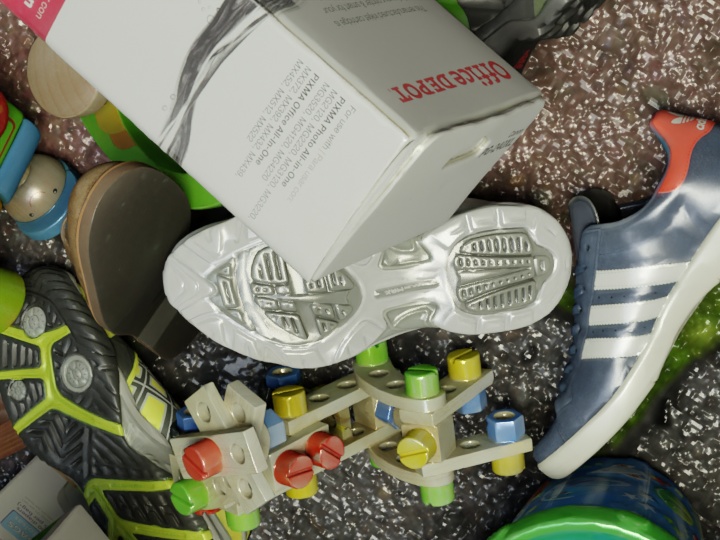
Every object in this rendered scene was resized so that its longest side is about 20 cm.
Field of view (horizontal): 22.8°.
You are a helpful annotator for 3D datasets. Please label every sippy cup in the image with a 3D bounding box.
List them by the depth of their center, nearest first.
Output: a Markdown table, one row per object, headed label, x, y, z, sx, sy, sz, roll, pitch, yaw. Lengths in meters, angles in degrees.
| label | x | y | z | sx | sy | sz | roll | pitch | yaw |
| --- | --- | --- | --- | --- | --- | --- | --- | --- | --- |
| sippy cup | 0.123 | 0.162 | 0.914 | 0.177 | 0.130 | 0.140 | 24 | 112 | 6 |

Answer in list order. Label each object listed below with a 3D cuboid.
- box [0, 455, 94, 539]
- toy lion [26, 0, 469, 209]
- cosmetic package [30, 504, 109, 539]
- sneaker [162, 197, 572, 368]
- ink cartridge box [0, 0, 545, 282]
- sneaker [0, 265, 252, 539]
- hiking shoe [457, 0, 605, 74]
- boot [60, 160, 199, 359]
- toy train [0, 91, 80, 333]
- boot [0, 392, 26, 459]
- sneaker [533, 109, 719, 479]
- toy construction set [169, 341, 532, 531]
| label | x | y | z | sx | sy | sz | roll | pitch | yaw |
| --- | --- | --- | --- | --- | --- | --- | --- | --- | --- |
| box | -0.181 | 0.187 | 0.960 | 0.112 | 0.200 | 0.101 | 42 | 111 | -1 |
| toy lion | -0.048 | -0.107 | 0.876 | 0.192 | 0.069 | 0.200 | 48 | 118 | 17 |
| cosmetic package | -0.188 | 0.208 | 0.806 | 0.200 | 0.108 | 0.085 | -37 | 96 | 15 |
| sneaker | 0.000 | 0.000 | 0.903 | 0.199 | 0.099 | 0.078 | -1 | 101 | -8 |
| ink cartridge box | -0.039 | -0.098 | 0.761 | 0.200 | 0.145 | 0.083 | 43 | 116 | 12 |
| sneaker | -0.133 | 0.087 | 0.990 | 0.075 | 0.076 | 0.200 | -34 | 82 | 23 |
| hiking shoe | 0.036 | -0.123 | 0.892 | 0.200 | 0.076 | 0.101 | -43 | 75 | 20 |
| boot | -0.127 | -0.012 | 0.902 | 0.075 | 0.200 | 0.074 | 35 | 77 | 13 |
| toy train | -0.221 | 0.002 | 0.919 | 0.084 | 0.116 | 0.200 | 7 | 68 | 38 |
| boot | -0.269 | 0.027 | 0.957 | 0.064 | 0.186 | 0.201 | 5 | 113 | 42 |
| sneaker | 0.128 | 0.009 | 0.903 | 0.084 | 0.075 | 0.200 | 33 | 104 | 7 |
| toy construction set | -0.022 | 0.088 | 0.909 | 0.131 | 0.200 | 0.092 | 13 | 103 | 45 |
